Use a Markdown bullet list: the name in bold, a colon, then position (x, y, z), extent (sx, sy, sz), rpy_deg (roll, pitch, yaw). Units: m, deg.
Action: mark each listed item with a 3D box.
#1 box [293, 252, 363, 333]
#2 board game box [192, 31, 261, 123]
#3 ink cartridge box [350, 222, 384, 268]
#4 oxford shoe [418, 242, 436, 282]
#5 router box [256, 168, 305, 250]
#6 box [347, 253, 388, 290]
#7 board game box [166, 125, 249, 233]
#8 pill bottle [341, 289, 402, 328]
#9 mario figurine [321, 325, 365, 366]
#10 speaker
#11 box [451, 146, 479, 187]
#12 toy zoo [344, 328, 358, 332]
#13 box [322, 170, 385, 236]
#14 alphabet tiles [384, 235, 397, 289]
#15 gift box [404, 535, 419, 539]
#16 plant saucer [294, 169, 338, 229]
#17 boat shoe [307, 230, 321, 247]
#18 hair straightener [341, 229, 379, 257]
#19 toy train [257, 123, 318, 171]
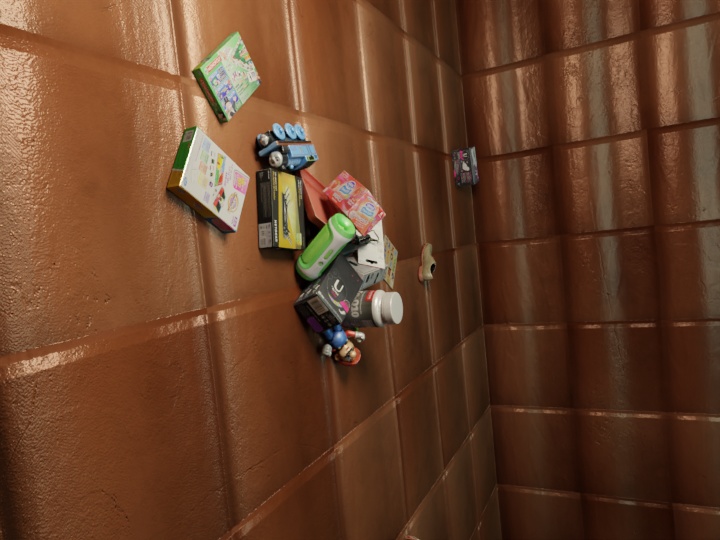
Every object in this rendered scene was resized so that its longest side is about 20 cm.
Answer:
- **box**: position (-0.090, 0.064, 1.623), extent (0.123, 0.105, 0.202), rpy_deg (50, 39, -19)
- **board game box**: position (-0.321, -0.475, 1.351), extent (0.137, 0.028, 0.203), rpy_deg (64, 34, -36)
- **ink cartridge box**: position (0.022, -0.092, 1.867), extent (0.106, 0.050, 0.206), rpy_deg (12, 57, -24)
- **oxford shoe**: position (0.318, -0.038, 2.527), extent (0.071, 0.073, 0.205), rpy_deg (49, 44, -48)
- **router box**: position (-0.214, -0.159, 1.496), extent (0.156, 0.051, 0.207), rpy_deg (1, 85, -64)
- **box**: position (0.000, 0.000, 1.823), extent (0.199, 0.114, 0.062), rpy_deg (-23, 135, -63)
- **board game box**: position (-0.340, -0.201, 1.259), extent (0.200, 0.039, 0.158), rpy_deg (46, 47, -53)
- **pill bottle**: position (0.027, 0.121, 1.734), extent (0.113, 0.194, 0.118), rpy_deg (16, 72, -61)
- **mario figurine**: position (-0.051, 0.222, 1.700), extent (0.107, 0.121, 0.202), rpy_deg (-98, 161, -55)
- **speaker**: position (-0.100, -0.063, 1.548), extent (0.087, 0.200, 0.090), rpy_deg (31, 31, -21)
- **box**: position (0.599, -0.588, 3.131), extent (0.132, 0.112, 0.207), rpy_deg (-30, 113, -60)
- **toy zoo**: position (-0.048, 0.119, 1.826), extent (0.130, 0.020, 0.207), rpy_deg (6, 81, -63)
- **box**: position (-0.021, -0.200, 1.624), extent (0.103, 0.094, 0.200), rpy_deg (49, 0, -34)
- **alphabet tiles**: position (0.098, -0.048, 2.161), extent (0.200, 0.007, 0.172), rpy_deg (49, 45, -51)
- **gift box**: position (0.213, 1.105, 2.050), extent (0.200, 0.179, 0.192), rpy_deg (46, 56, -56)
- **plant saucer**: position (-0.122, -0.192, 1.634), extent (0.199, 0.036, 0.204), rpy_deg (34, 31, -57)
- **boat shoe**: position (-0.106, -0.096, 1.703), extent (0.068, 0.072, 0.198), rpy_deg (54, 31, 10)
- **hair straightener**: position (-0.009, -0.083, 1.760), extent (0.196, 0.077, 0.042), rpy_deg (-21, 72, -36)
- **toy train**: position (-0.198, -0.330, 1.494), extent (0.199, 0.085, 0.117), rpy_deg (-26, 92, -62)
